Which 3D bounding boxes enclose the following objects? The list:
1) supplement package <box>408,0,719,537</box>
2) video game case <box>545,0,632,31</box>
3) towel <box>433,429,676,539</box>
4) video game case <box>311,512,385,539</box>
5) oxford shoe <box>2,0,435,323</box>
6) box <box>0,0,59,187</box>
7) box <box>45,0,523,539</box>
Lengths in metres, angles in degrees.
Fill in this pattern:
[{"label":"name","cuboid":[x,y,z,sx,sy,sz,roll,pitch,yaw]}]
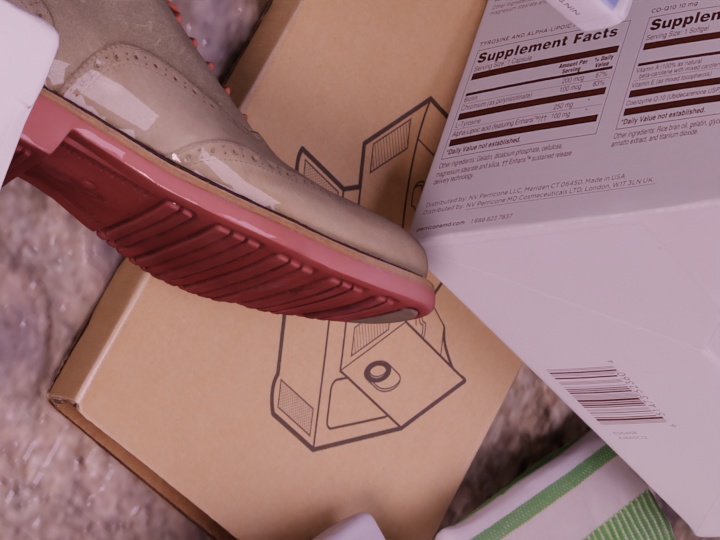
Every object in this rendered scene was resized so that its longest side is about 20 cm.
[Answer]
[{"label":"supplement package","cuboid":[0.147,-0.046,0.949,0.191,0.147,0.201,45,53,-38]},{"label":"video game case","cuboid":[0.043,-0.202,0.840,0.182,0.022,0.201,37,61,-32]},{"label":"towel","cuboid":[0.100,0.158,0.957,0.201,0.023,0.152,59,29,3]},{"label":"video game case","cuboid":[0.005,0.177,0.826,0.183,0.023,0.200,60,24,1]},{"label":"oxford shoe","cuboid":[-0.054,-0.044,0.827,0.199,0.070,0.075,28,66,-30]},{"label":"box","cuboid":[-0.201,-0.002,0.606,0.200,0.130,0.200,27,79,-42]},{"label":"box","cuboid":[0.000,0.000,0.932,0.163,0.021,0.201,44,66,-39]}]
